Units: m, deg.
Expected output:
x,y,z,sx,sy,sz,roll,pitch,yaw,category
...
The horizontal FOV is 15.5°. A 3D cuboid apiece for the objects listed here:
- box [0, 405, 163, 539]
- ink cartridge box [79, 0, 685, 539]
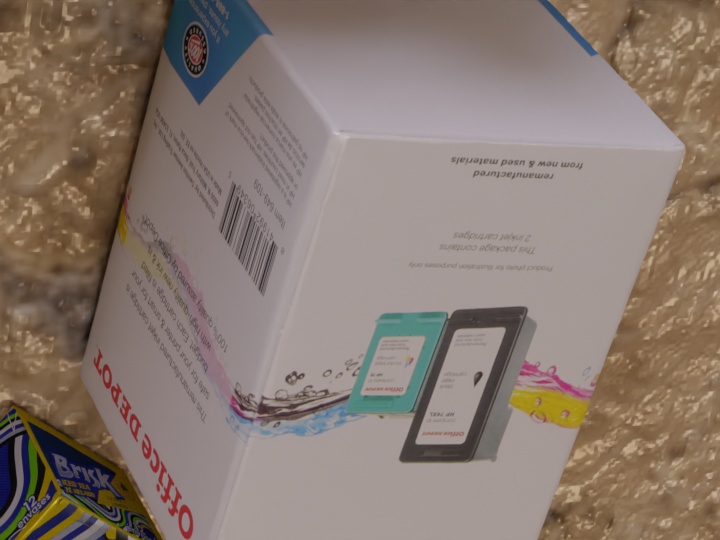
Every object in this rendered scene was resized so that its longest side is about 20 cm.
x,y,z,sx,sy,sz,roll,pitch,yaw,category
-0.175,0.155,1.080,0.200,0.064,0.070,-47,131,9,box
0.000,0.000,1.002,0.146,0.147,0.200,1,123,-28,ink cartridge box
